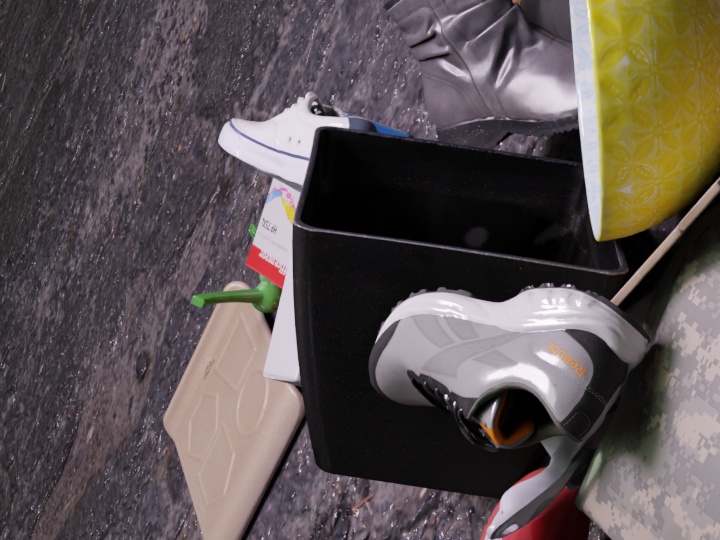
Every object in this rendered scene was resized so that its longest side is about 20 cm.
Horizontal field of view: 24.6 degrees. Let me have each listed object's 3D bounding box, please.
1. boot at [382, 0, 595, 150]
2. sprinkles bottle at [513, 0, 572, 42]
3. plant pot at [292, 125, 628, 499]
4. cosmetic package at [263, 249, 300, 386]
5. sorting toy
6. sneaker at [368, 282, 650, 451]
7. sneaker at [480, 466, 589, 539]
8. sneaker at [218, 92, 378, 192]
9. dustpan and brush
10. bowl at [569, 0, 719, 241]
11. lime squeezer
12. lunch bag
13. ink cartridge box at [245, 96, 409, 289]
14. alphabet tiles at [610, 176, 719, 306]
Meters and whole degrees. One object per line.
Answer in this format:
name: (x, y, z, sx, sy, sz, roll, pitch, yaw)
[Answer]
boot: (0.108, -0.159, 1.110, 0.198, 0.070, 0.133, -14, 106, 34)
sprinkles bottle: (0.111, -0.186, 1.238, 0.199, 0.068, 0.069, 11, 85, 64)
plant pot: (0.050, 0.032, 1.069, 0.200, 0.197, 0.180, -83, 2, -68)
cosmetic package: (0.000, 0.000, 1.316, 0.071, 0.100, 0.203, 0, 75, 63)
sorting toy: (-0.116, 0.137, 1.549, 0.187, 0.036, 0.200, -63, 33, 22)
sneaker: (0.065, 0.058, 0.898, 0.199, 0.074, 0.080, -9, 48, 54)
sneaker: (0.120, 0.225, 0.991, 0.116, 0.077, 0.202, 47, 137, 50)
sneaker: (-0.042, -0.099, 1.278, 0.199, 0.073, 0.071, 25, 88, 54)
dustpan and brush: (0.128, 0.089, 0.928, 0.057, 0.199, 0.140, 46, 142, 26)
bowl: (0.181, -0.122, 0.962, 0.200, 0.106, 0.203, -6, -90, -85)
lime squeezer: (-0.098, 0.009, 1.549, 0.200, 0.070, 0.038, -62, -21, -66)
lunch bag: (0.216, 0.075, 0.831, 0.164, 0.116, 0.202, 43, 118, 58)
ink cartridge box: (-0.037, -0.040, 1.446, 0.116, 0.067, 0.202, 27, 101, 63)
alphabet tiles: (0.197, -0.046, 0.913, 0.167, 0.006, 0.200, -54, -9, 36)
